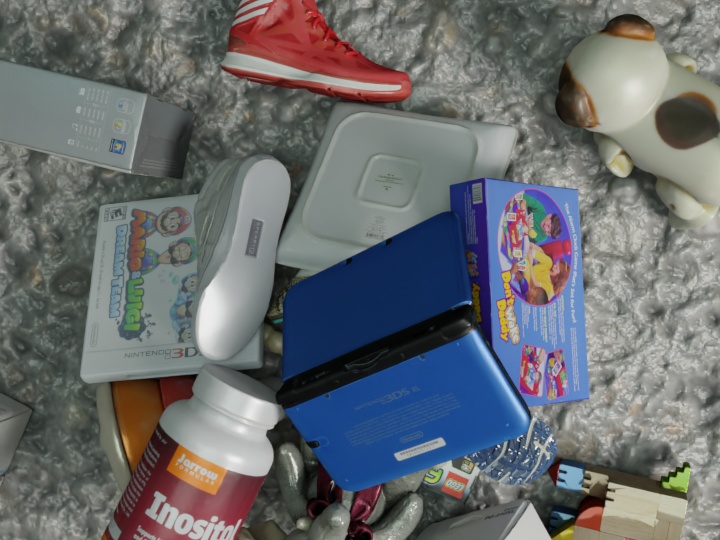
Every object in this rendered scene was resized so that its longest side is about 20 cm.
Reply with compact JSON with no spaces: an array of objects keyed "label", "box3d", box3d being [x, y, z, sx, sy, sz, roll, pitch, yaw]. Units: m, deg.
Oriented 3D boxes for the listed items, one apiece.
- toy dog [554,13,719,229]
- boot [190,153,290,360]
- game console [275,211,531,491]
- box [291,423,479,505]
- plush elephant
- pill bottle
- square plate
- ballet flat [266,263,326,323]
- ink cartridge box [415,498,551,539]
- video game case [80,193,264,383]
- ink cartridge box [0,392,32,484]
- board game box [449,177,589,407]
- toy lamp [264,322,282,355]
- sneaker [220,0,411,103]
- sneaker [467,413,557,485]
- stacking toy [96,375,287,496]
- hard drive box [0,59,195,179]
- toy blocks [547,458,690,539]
[{"label":"toy dog","box3d":[0.271,-0.138,0.809,0.200,0.194,0.140,36,108,-4]},{"label":"boot","box3d":[-0.131,-0.016,0.859,0.073,0.095,0.201,21,83,-34]},{"label":"game console","box3d":[0.034,0.075,0.776,0.199,0.118,0.171,-25,106,27]},{"label":"box","box3d":[0.039,0.154,0.923,0.199,0.035,0.111,24,96,4]},{"label":"plush elephant","box3d":[-0.029,0.246,0.851,0.164,0.155,0.201,24,112,3]},{"label":"pill bottle","box3d":[-0.151,0.194,0.807,0.113,0.113,0.201,26,91,4]},{"label":"square plate","box3d":[0.032,-0.079,0.850,0.199,0.028,0.199,12,65,19]},{"label":"ballet flat","box3d":[0.000,0.000,0.864,0.199,0.068,0.076,-10,93,9]},{"label":"ink cartridge box","box3d":[0.144,0.347,0.871,0.144,0.084,0.201,-28,90,38]},{"label":"video game case","box3d":[-0.188,0.011,0.897,0.181,0.024,0.201,-6,62,6]},{"label":"ink cartridge box","box3d":[-0.477,0.215,0.925,0.147,0.145,0.201,24,95,5]},{"label":"board game box","box3d":[0.147,0.022,0.802,0.045,0.134,0.201,-7,84,50]},{"label":"toy lamp","box3d":[-0.112,0.060,0.908,0.199,0.058,0.058,29,96,20]},{"label":"sneaker","box3d":[-0.039,-0.240,0.888,0.199,0.078,0.116,11,96,4]},{"label":"sneaker","box3d":[0.107,0.140,0.861,0.199,0.085,0.077,29,102,-20]},{"label":"stacking toy","box3d":[-0.163,0.152,0.913,0.199,0.146,0.147,-17,92,-9]},{"label":"hard drive box","box3d":[-0.288,-0.152,0.879,0.199,0.156,0.077,13,94,4]},{"label":"toy blocks","box3d":[0.247,0.283,0.890,0.136,0.100,0.201,10,95,17]}]
